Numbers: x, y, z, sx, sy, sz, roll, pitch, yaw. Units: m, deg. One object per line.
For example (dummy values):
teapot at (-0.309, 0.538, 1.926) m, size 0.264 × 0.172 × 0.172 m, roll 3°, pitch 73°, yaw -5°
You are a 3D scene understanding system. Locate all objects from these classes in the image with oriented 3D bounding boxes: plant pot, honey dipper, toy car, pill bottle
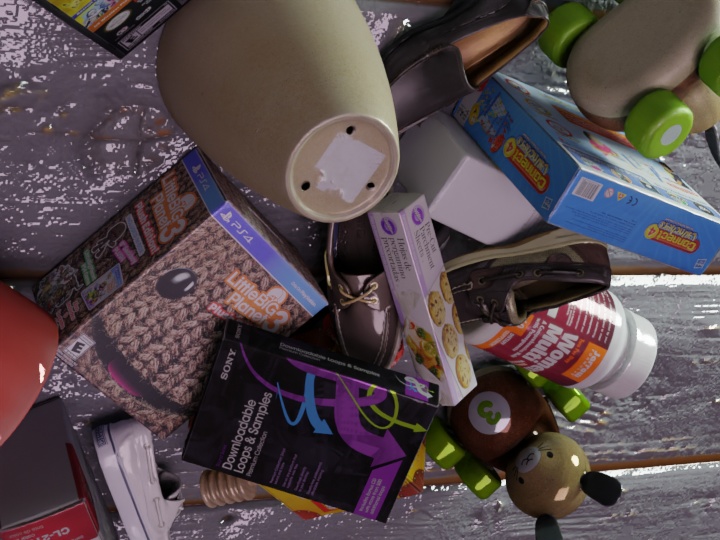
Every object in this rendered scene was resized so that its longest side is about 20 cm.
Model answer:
plant pot at (-0.047, -0.130, 1.049) m, size 0.186 × 0.200 × 0.189 m, roll -13°, pitch 127°, yaw -18°
honey dipper at (-0.058, 0.190, 1.241) m, size 0.198 × 0.038 × 0.038 m, roll -14°, pitch 133°, yaw 19°
toy car at (0.283, -0.166, 1.217) m, size 0.157 × 0.165 × 0.200 m, roll -39°, pitch 146°, yaw 4°
pill bottle at (0.199, 0.055, 1.334) m, size 0.199 × 0.110 × 0.110 m, roll 24°, pitch 110°, yaw -24°
toy car at (0.185, 0.204, 1.392) m, size 0.164 × 0.200 × 0.158 m, roll -42°, pitch 130°, yaw 7°
plant pot at (-0.372, 0.056, 1.043) m, size 0.200 × 0.201 × 0.178 m, roll -39°, pitch 120°, yaw 4°

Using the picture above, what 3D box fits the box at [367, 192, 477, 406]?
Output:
box at (0.057, 0.028, 1.183) m, size 0.041 × 0.038 × 0.201 m, roll -38°, pitch 121°, yaw -41°

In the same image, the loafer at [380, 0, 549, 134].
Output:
loafer at (0.078, -0.182, 1.155) m, size 0.200 × 0.072 × 0.073 m, roll -43°, pitch 131°, yaw 8°

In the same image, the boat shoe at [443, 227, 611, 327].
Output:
boat shoe at (0.134, 0.018, 1.206) m, size 0.199 × 0.065 × 0.073 m, roll -22°, pitch 141°, yaw 19°

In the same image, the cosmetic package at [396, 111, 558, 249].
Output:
cosmetic package at (0.132, -0.070, 1.241) m, size 0.199 × 0.102 × 0.071 m, roll 23°, pitch 111°, yaw -35°

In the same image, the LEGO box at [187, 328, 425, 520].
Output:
LEGO box at (-0.048, 0.157, 1.288) m, size 0.148 × 0.078 × 0.200 m, roll -17°, pitch 136°, yaw 27°

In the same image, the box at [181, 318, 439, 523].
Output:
box at (-0.046, 0.136, 1.164) m, size 0.198 × 0.036 × 0.144 m, roll 18°, pitch 119°, yaw -5°

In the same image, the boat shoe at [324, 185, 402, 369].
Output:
boat shoe at (0.000, 0.000, 1.195) m, size 0.071 × 0.059 × 0.202 m, roll 1°, pitch 94°, yaw 14°

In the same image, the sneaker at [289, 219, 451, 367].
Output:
sneaker at (0.025, 0.028, 1.282) m, size 0.201 × 0.067 × 0.108 m, roll -39°, pitch 131°, yaw 9°

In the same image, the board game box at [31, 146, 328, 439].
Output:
board game box at (-0.160, 0.023, 1.168) m, size 0.200 × 0.097 × 0.159 m, roll -40°, pitch 130°, yaw 5°

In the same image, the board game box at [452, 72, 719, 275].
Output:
board game box at (0.210, -0.092, 1.201) m, size 0.199 × 0.196 × 0.056 m, roll 17°, pitch 115°, yaw -33°

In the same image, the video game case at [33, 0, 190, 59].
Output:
video game case at (-0.139, -0.248, 0.965) m, size 0.200 × 0.026 × 0.181 m, roll -40°, pitch 171°, yaw 5°

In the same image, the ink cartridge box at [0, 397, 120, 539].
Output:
ink cartridge box at (-0.279, 0.248, 1.235) m, size 0.082 × 0.146 × 0.201 m, roll -20°, pitch 128°, yaw -10°

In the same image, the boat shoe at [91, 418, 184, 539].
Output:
boat shoe at (-0.207, 0.228, 1.304) m, size 0.065 × 0.074 × 0.201 m, roll -19°, pitch 130°, yaw -7°
